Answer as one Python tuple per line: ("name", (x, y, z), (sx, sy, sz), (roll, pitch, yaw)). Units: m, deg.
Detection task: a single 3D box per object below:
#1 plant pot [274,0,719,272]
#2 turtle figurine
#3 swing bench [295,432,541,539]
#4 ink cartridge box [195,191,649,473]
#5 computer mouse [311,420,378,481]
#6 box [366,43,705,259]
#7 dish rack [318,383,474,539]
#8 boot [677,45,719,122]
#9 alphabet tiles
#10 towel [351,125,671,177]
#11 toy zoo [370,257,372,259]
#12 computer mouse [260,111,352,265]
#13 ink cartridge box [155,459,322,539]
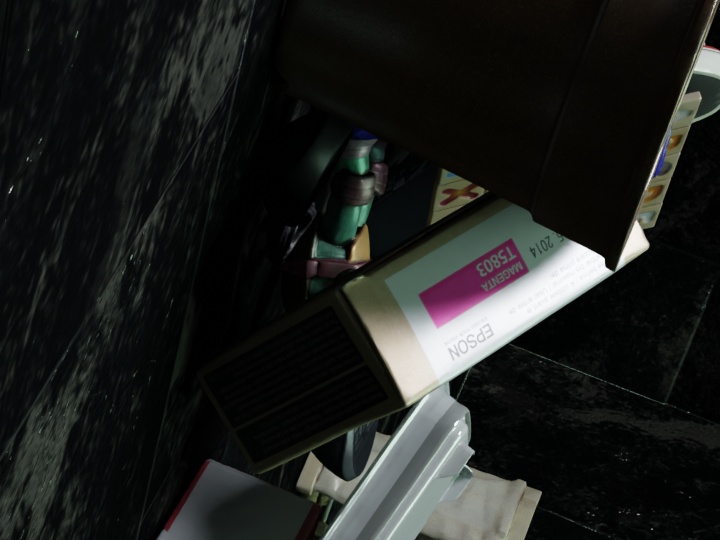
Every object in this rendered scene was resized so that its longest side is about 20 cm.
("plant pot", (0.072, -0.126, 1.318), (0.200, 0.198, 0.201), (20, 90, -85))
("turtle figurine", (0.000, 0.000, 1.597), (0.150, 0.100, 0.201), (-119, -147, -79))
("swing bench", (0.043, 0.227, 2.316), (0.200, 0.198, 0.130), (105, 8, -51))
("ink cartridge box", (0.033, 0.021, 1.422), (0.200, 0.075, 0.165), (-30, -179, -35))
("computer mouse", (-0.014, 0.061, 1.960), (0.139, 0.053, 0.201), (-52, 150, -65))
("box", (0.116, -0.095, 1.831), (0.200, 0.124, 0.197), (-35, -158, 40))
("dish rack", (0.018, 0.151, 1.565), (0.172, 0.043, 0.200), (-55, 173, -7))
("boot", (0.128, -0.158, 1.625), (0.073, 0.199, 0.145), (102, -13, -52))
("alphabet tiles", (0.120, -0.042, 1.653), (0.200, 0.167, 0.008), (99, -26, -62))
("towel", (0.093, -0.132, 1.505), (0.050, 0.199, 0.148), (-104, -156, -59))
("toy zoo", (0.025, 0.007, 1.918), (0.131, 0.020, 0.200), (87, 19, -46))
("computer mouse", (-0.039, -0.045, 1.442), (0.059, 0.034, 0.200), (-58, 178, -17))
("ink cartridge box", (-0.101, 0.240, 1.573), (0.145, 0.083, 0.200), (-61, 170, -55))
